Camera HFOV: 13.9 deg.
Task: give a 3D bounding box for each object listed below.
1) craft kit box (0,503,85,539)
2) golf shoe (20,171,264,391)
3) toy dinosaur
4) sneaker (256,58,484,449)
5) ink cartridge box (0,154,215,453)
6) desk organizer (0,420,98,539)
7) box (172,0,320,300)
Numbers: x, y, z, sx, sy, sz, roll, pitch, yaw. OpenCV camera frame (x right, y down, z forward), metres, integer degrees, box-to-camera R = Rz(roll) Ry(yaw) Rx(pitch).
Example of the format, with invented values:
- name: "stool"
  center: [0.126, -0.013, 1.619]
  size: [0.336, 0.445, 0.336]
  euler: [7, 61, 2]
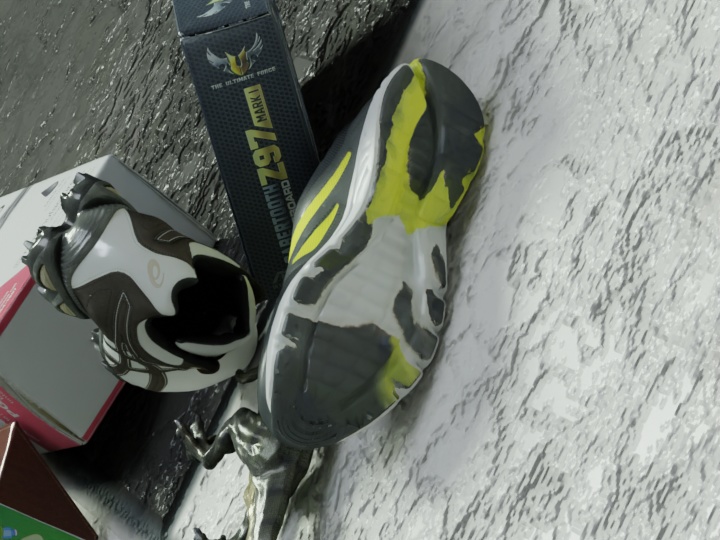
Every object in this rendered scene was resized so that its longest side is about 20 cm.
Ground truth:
- name: "craft kit box"
  center: [-0.157, 0.212, 1.318]
  size: [0.048, 0.197, 0.201]
  euler: [-27, 44, 49]
- name: "golf shoe"
  center: [-0.085, 0.026, 1.426]
  size: [0.094, 0.200, 0.078]
  euler: [27, 86, 27]
- name: "toy dinosaur"
  center: [-0.048, 0.095, 1.399]
  size: [0.088, 0.047, 0.201]
  euler: [-29, 45, 43]
- name: "sneaker"
  center: [0.000, 0.000, 1.375]
  size: [0.085, 0.074, 0.201]
  euler: [-32, 30, 59]
- name: "ink cartridge box"
  center: [-0.187, 0.028, 1.668]
  size: [0.200, 0.083, 0.147]
  euler: [-15, 40, 60]
- name: "desk organizer"
  center: [-0.216, 0.151, 1.649]
  size: [0.200, 0.071, 0.077]
  euler: [-26, 45, 55]
- name: "box"
  center: [-0.060, -0.105, 1.492]
  size: [0.051, 0.158, 0.200]
  euler: [-15, 35, -1]
